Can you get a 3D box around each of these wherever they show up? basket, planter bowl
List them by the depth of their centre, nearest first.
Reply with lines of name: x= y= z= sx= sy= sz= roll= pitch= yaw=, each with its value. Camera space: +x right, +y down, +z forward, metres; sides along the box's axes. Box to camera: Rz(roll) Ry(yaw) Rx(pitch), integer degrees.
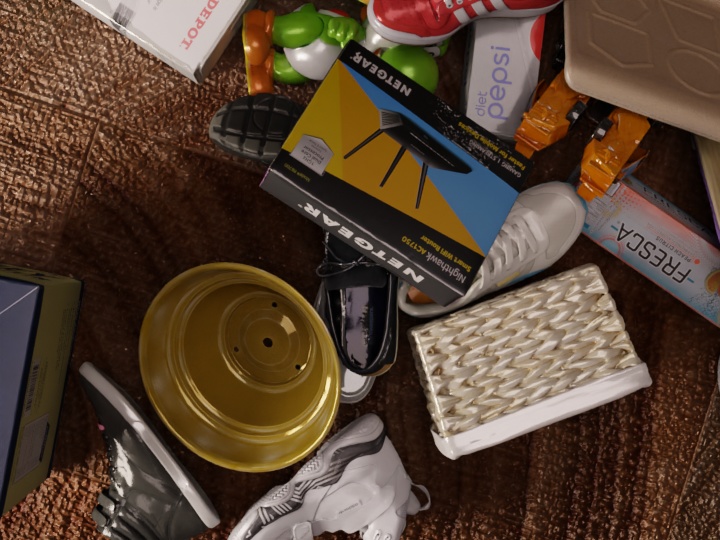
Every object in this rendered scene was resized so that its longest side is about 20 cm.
planter bowl: x=-0.099 y=0.079 z=1.095 sx=0.199 sy=0.083 sz=0.202 roll=6 pitch=108 yaw=17
basket: x=0.149 y=0.082 z=1.099 sx=0.199 sy=0.136 sz=0.124 roll=-19 pitch=87 yaw=-2

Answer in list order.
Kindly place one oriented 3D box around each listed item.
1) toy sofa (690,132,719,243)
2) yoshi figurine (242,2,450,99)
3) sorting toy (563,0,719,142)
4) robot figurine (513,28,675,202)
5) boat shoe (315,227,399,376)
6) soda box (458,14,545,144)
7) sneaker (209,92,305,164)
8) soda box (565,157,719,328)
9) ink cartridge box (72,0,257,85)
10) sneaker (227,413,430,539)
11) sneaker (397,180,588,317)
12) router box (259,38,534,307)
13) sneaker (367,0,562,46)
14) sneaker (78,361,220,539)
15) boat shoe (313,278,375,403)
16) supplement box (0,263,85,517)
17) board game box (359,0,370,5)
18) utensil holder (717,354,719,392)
toy sofa: x=0.366 y=-0.067 z=1.091 sx=0.082 sy=0.098 sz=0.201 roll=-12 pitch=52 yaw=12
yoshi figurine: x=-0.009 y=-0.195 z=1.107 sx=0.199 sy=0.112 sz=0.113 roll=-6 pitch=106 yaw=-5
sorting toy: x=0.272 y=-0.213 z=1.099 sx=0.184 sy=0.037 sz=0.201 roll=17 pitch=51 yaw=-10
robot figurine: x=0.226 y=-0.155 z=1.093 sx=0.145 sy=0.058 sz=0.200 roll=36 pitch=49 yaw=7
boat shoe: x=0.000 y=0.000 z=1.060 sx=0.074 sy=0.062 sz=0.201 roll=-2 pitch=95 yaw=12
soda box: x=0.138 y=-0.226 z=1.128 sx=0.068 sy=0.063 sz=0.201 roll=7 pitch=90 yaw=-4
sneaker: x=-0.045 y=-0.112 z=1.109 sx=0.199 sy=0.079 sz=0.076 roll=8 pitch=60 yaw=5
soda box: x=0.283 y=-0.032 z=1.128 sx=0.199 sy=0.068 sz=0.064 roll=35 pitch=111 yaw=-2
ink cartridge box: x=-0.195 y=-0.290 z=1.101 sx=0.199 sy=0.084 sz=0.146 roll=34 pitch=88 yaw=-2
sneaker: x=-0.030 y=0.239 z=1.118 sx=0.200 sy=0.075 sz=0.115 roll=-40 pitch=89 yaw=-5
sneaker: x=0.122 y=-0.013 z=1.094 sx=0.199 sy=0.081 sz=0.077 roll=-32 pitch=90 yaw=18
router box: x=0.034 y=-0.084 z=1.026 sx=0.199 sy=0.051 sz=0.150 roll=32 pitch=69 yaw=-6
sneaker: x=0.108 y=-0.255 z=1.017 sx=0.199 sy=0.112 sz=0.072 roll=-16 pitch=83 yaw=-18
sneaker: x=-0.229 y=0.188 z=1.110 sx=0.099 sy=0.071 sz=0.201 roll=-36 pitch=96 yaw=-7
boat shoe: x=-0.008 y=0.027 z=1.122 sx=0.074 sy=0.065 sz=0.203 roll=8 pitch=91 yaw=-2
supplement box: x=-0.344 y=0.095 z=1.039 sx=0.133 sy=0.200 sz=0.201 roll=11 pitch=90 yaw=-3
board game box: x=-0.009 y=-0.289 z=1.088 sx=0.199 sy=0.096 sz=0.030 roll=24 pitch=128 yaw=-8
utensil holder: x=0.438 y=0.102 z=1.078 sx=0.169 sy=0.200 sz=0.171 roll=0 pitch=91 yaw=-2
